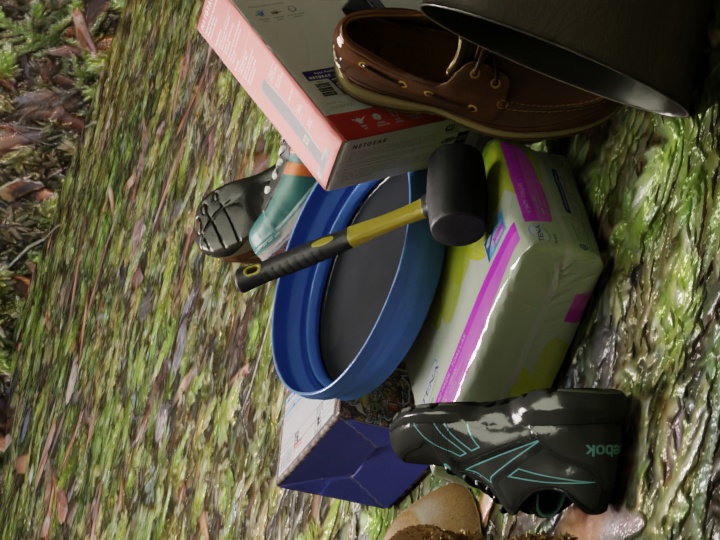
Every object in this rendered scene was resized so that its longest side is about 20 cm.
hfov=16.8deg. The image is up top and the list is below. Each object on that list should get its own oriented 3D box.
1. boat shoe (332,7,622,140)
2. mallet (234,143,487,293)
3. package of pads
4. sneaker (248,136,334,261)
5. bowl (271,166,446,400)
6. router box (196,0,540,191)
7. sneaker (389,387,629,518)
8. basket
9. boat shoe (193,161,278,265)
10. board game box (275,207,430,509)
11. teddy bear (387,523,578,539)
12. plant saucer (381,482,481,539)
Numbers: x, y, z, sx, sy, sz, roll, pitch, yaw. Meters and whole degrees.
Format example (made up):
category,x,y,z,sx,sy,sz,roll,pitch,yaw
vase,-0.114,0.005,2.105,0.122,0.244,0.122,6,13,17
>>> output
category,x,y,z,sx,sy,sz,roll,pitch,yaw
boat shoe,0.076,-0.135,1.613,0.068,0.200,0.072,69,-148,-70
mallet,0.000,-0.017,1.660,0.200,0.041,0.066,-27,47,20
package of pads,0.093,0.028,1.669,0.155,0.068,0.200,-102,29,-57
sneaker,-0.032,-0.100,1.877,0.200,0.080,0.071,-51,-9,9
bowl,0.000,0.000,1.760,0.201,0.039,0.201,-45,35,45
router box,0.013,-0.149,1.733,0.180,0.200,0.049,51,139,30
sneaker,0.087,0.118,1.537,0.200,0.075,0.079,-10,82,52
basket,0.154,-0.220,1.496,0.136,0.180,0.200,70,-138,-87
boat shoe,-0.038,-0.055,1.973,0.200,0.074,0.076,-17,61,26
board game box,0.011,0.060,1.891,0.159,0.097,0.200,129,151,-59
teddy bear,0.082,0.204,1.456,0.200,0.067,0.145,-8,32,42
plant saucer,0.036,0.248,1.759,0.200,0.035,0.201,-167,90,-75
